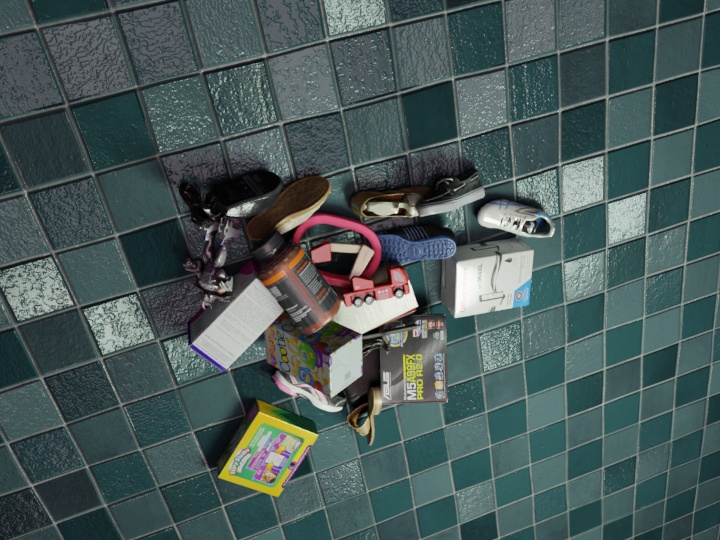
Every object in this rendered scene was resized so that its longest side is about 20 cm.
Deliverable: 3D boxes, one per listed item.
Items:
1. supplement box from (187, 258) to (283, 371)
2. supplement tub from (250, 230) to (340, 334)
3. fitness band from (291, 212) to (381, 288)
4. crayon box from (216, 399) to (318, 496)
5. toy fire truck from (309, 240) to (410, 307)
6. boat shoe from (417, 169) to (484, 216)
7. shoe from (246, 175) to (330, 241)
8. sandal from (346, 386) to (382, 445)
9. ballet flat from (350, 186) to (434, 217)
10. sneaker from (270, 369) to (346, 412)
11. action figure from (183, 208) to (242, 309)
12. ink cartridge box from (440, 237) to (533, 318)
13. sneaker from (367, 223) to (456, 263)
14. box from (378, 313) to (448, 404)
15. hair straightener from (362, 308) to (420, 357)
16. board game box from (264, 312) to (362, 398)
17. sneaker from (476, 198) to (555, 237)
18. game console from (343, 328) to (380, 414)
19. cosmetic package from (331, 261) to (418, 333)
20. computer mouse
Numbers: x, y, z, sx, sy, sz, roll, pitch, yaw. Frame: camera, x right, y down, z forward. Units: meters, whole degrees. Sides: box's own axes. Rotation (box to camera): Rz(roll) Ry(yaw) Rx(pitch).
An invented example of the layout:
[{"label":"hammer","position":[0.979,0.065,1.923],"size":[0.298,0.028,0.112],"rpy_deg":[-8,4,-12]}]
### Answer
[{"label":"supplement box","position":[-0.259,0.092,1.275],"size":[0.200,0.101,0.103],"rpy_deg":[-45,119,6]},{"label":"supplement tub","position":[-0.132,0.020,1.207],"size":[0.106,0.107,0.202],"rpy_deg":[-35,107,1]},{"label":"fitness band","position":[-0.051,-0.043,1.297],"size":[0.195,0.037,0.147],"rpy_deg":[13,102,-10]},{"label":"crayon box","position":[-0.225,0.431,1.464],"size":[0.170,0.058,0.202],"rpy_deg":[28,103,-25]},{"label":"toy fire truck","position":[0.000,0.000,1.266],"size":[0.195,0.049,0.145],"rpy_deg":[-11,99,-6]},{"label":"boat shoe","position":[0.188,-0.168,1.300],"size":[0.198,0.071,0.073],"rpy_deg":[-25,104,-39]},{"label":"shoe","position":[-0.146,-0.125,1.245],"size":[0.198,0.053,0.071],"rpy_deg":[-34,76,-3]},{"label":"sandal","position":[0.001,0.345,1.445],"size":[0.068,0.079,0.214],"rpy_deg":[0,137,-10]},{"label":"ballet flat","position":[0.077,-0.140,1.291],"size":[0.195,0.073,0.069],"rpy_deg":[-2,115,-17]},{"label":"sneaker","position":[-0.106,0.261,1.416],"size":[0.198,0.080,0.088],"rpy_deg":[29,92,-32]},{"label":"action figure","position":[-0.297,-0.020,1.216],"size":[0.128,0.069,0.205],"rpy_deg":[16,100,24]},{"label":"ink cartridge box","position":[0.294,0.017,1.423],"size":[0.195,0.085,0.149],"rpy_deg":[-10,116,-14]},{"label":"sneaker","position":[0.114,-0.064,1.346],"size":[0.195,0.078,0.072],"rpy_deg":[2,118,6]},{"label":"box","position":[0.121,0.204,1.408],"size":[0.156,0.044,0.206],"rpy_deg":[-1,88,-3]},{"label":"hair straightener","position":[0.044,0.153,1.364],"size":[0.196,0.041,0.079],"rpy_deg":[-20,89,-3]},{"label":"board game box","position":[-0.102,0.165,1.288],"size":[0.104,0.197,0.105],"rpy_deg":[-27,126,-44]},{"label":"sneaker","position":[0.359,-0.116,1.391],"size":[0.195,0.073,0.073],"rpy_deg":[6,114,-18]},{"label":"game console","position":[0.045,0.238,1.484],"size":[0.197,0.116,0.179],"rpy_deg":[-29,89,-3]},{"label":"cosmetic package","position":[0.016,0.065,1.356],"size":[0.196,0.087,0.105],"rpy_deg":[-24,116,-4]},{"label":"computer mouse","position":[-0.243,-0.137,1.179],"size":[0.196,0.139,0.053],"rpy_deg":[-20,138,-22]}]
